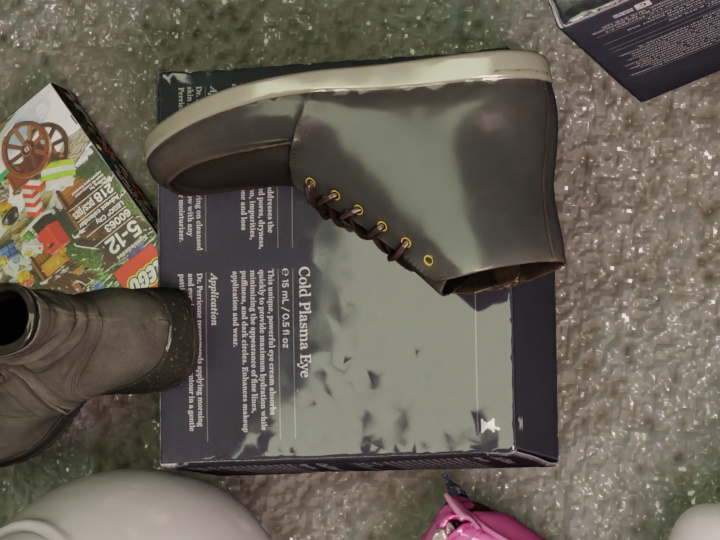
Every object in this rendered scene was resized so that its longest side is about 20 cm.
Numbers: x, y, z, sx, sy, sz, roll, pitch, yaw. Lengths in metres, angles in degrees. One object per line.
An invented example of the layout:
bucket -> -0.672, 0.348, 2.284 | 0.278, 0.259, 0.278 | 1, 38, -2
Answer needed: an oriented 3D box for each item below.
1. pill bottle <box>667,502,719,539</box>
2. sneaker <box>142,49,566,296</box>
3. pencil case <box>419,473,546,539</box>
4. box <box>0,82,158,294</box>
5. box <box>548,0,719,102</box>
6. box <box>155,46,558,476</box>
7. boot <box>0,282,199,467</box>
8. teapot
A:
pill bottle -> 0.184, 0.178, 1.386 | 0.111, 0.111, 0.201 | 21, 90, 17
sneaker -> -0.004, -0.036, 1.373 | 0.199, 0.075, 0.107 | -9, 78, 13
pencil case -> 0.022, 0.206, 1.438 | 0.091, 0.094, 0.200 | 34, 93, 41
box -> -0.196, 0.017, 1.550 | 0.200, 0.038, 0.137 | -39, 75, 8
box -> 0.138, -0.181, 1.394 | 0.107, 0.200, 0.149 | -22, 77, 13
box -> 0.000, 0.000, 1.462 | 0.181, 0.104, 0.201 | -2, 83, 17
boot -> -0.185, 0.044, 1.427 | 0.200, 0.130, 0.068 | -25, 68, 40
teapot -> -0.139, 0.185, 1.429 | 0.200, 0.146, 0.198 | -60, 44, 21
